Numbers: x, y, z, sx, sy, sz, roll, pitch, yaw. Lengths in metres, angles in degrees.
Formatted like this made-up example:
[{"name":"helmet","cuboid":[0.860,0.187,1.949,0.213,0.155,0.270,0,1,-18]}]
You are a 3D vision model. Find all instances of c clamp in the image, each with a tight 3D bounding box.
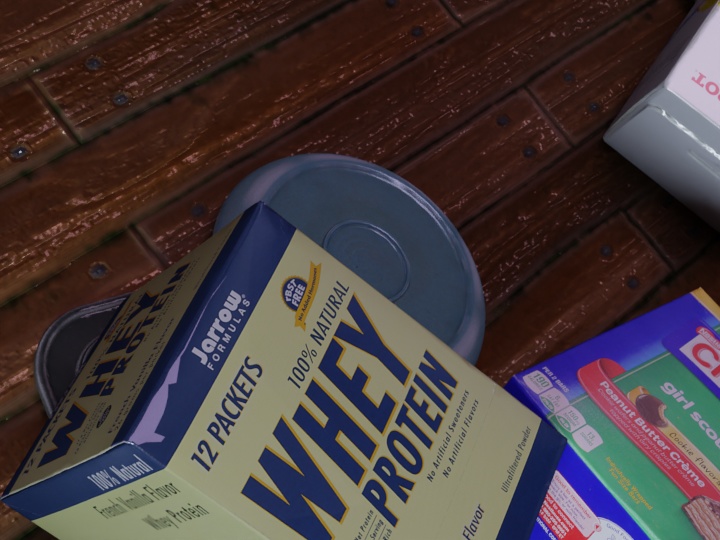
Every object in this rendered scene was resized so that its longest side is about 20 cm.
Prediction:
[{"name":"c clamp","cuboid":[-0.108,0.085,0.814,0.198,0.027,0.172,-23,70,-29]}]

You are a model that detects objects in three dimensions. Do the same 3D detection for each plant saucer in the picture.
[{"name":"plant saucer","cuboid":[0.000,0.000,0.885,0.198,0.027,0.202,15,53,-20]}]

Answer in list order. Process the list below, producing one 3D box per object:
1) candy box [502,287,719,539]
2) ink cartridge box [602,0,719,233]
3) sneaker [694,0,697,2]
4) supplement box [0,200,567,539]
[{"name":"candy box","cuboid":[0.182,0.115,0.769,0.199,0.077,0.169,-17,59,-45]},{"name":"ink cartridge box","cuboid":[0.305,-0.147,1.007,0.145,0.145,0.201,37,76,0]},{"name":"sneaker","cuboid":[0.319,-0.211,1.120,0.082,0.075,0.201,-35,82,-34]},{"name":"supplement box","cuboid":[-0.044,0.102,0.692,0.199,0.199,0.135,37,59,-16]}]
